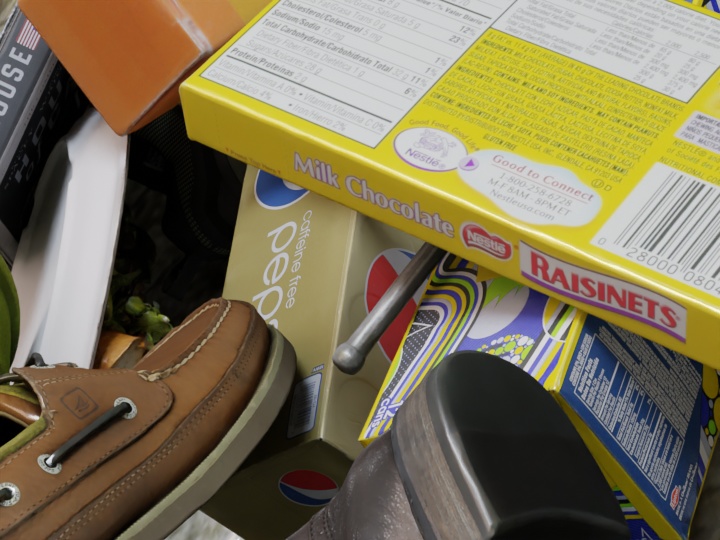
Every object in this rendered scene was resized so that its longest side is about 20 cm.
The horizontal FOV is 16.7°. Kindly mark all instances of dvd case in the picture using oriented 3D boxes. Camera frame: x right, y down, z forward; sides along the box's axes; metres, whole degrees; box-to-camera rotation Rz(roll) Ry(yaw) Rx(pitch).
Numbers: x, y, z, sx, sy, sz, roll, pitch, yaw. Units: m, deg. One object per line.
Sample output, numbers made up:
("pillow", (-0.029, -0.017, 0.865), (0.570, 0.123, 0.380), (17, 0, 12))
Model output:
("dvd case", (-0.122, -0.079, 0.978), (0.200, 0.025, 0.151), (125, 169, -83))

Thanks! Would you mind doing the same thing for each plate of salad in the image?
("plate of salad", (-0.106, 0.023, 0.929), (0.200, 0.048, 0.202), (-168, 90, -76))

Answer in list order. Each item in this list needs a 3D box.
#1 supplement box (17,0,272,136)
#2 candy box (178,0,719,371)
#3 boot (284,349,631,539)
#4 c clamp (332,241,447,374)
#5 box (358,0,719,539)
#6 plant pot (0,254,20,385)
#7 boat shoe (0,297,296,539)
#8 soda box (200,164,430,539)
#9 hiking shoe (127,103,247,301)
("supplement box", (-0.030, -0.125, 0.896), (0.200, 0.067, 0.069), (-37, -2, -43))
("candy box", (0.060, -0.037, 0.647), (0.199, 0.027, 0.102), (25, 50, 27))
("boot", (0.004, 0.135, 0.599), (0.174, 0.069, 0.201), (-44, 47, 33))
("c clamp", (0.010, -0.059, 0.757), (0.171, 0.027, 0.200), (-45, 26, -9))
("box", (0.072, -0.010, 0.699), (0.070, 0.064, 0.201), (-18, 33, 38))
("plant pot", (-0.209, 0.097, 0.820), (0.200, 0.200, 0.194), (-34, 47, 28))
("boat shoe", (-0.081, 0.053, 0.682), (0.072, 0.068, 0.200), (-39, 8, 34))
("soda box", (0.000, 0.000, 0.821), (0.064, 0.068, 0.201), (-26, 40, 37))
("hiking shoe", (-0.066, -0.083, 0.980), (0.100, 0.076, 0.201), (-37, 38, 22))
